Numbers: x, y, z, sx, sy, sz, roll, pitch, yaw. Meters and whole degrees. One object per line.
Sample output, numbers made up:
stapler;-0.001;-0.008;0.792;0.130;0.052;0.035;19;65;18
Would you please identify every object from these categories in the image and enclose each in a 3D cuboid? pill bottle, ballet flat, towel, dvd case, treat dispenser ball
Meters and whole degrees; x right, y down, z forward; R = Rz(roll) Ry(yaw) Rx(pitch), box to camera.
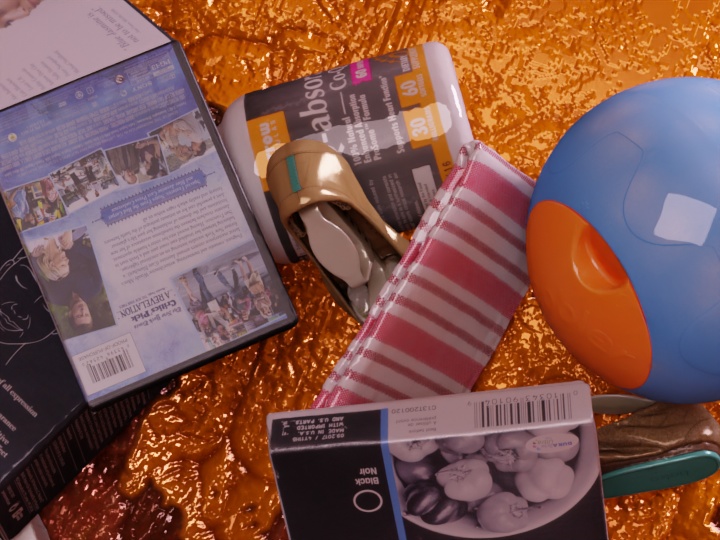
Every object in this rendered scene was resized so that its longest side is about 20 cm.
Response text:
pill bottle;-0.024;-0.071;1.426;0.199;0.116;0.117;-16;77;4
ballet flat;0.000;0.000;1.373;0.068;0.200;0.063;-28;40;16
towel;0.050;0.022;1.371;0.030;0.146;0.201;29;89;30
dvd case;-0.141;-0.030;1.359;0.142;0.018;0.201;-22;81;-8
treat dispenser ball;0.202;-0.019;1.340;0.199;0.201;0.202;-2;78;7
dvd case;-0.242;-0.141;1.449;0.199;0.018;0.143;-32;55;-27
ballet flat;0.133;0.120;1.397;0.199;0.068;0.073;-18;56;3

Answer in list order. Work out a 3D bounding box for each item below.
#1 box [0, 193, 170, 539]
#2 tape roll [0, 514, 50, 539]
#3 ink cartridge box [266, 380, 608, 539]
box;-0.217;0.047;1.413;0.148;0.107;0.200;42;74;14
tape roll;-0.303;0.212;1.445;0.201;0.037;0.204;-2;78;8
ink cartridge box;0.055;0.162;1.335;0.197;0.201;0.044;-7;39;7
